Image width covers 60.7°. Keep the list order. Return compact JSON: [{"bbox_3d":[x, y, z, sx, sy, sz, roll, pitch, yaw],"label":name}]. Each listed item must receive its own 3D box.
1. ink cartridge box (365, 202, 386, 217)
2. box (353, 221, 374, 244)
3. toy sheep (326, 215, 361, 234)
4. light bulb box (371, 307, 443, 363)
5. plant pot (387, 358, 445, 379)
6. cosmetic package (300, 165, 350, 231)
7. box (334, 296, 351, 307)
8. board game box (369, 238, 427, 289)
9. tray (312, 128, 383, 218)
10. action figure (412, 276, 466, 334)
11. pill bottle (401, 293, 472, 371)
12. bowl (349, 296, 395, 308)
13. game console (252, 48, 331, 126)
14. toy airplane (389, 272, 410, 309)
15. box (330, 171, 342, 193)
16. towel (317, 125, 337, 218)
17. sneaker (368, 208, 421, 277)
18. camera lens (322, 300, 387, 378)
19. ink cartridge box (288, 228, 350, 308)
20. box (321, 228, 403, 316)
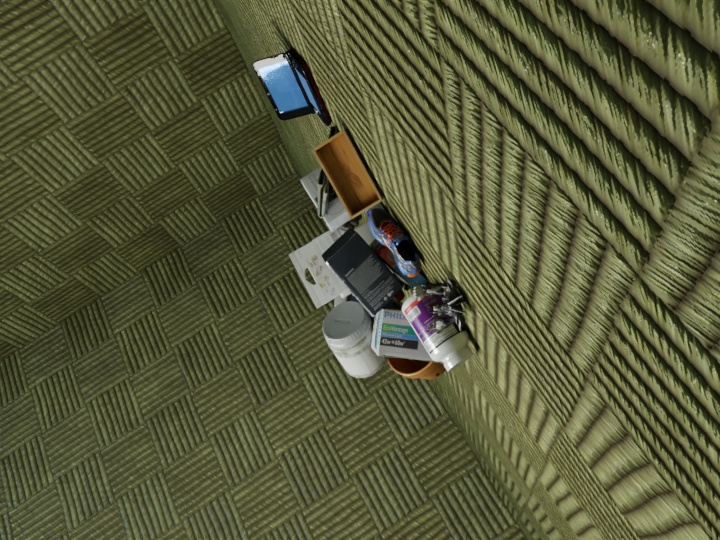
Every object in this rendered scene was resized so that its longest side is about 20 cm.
[{"bbox_3d":[0.029,-0.184,1.709,0.202,0.044,0.094,58,178,16],"label":"ink cartridge box"},{"bbox_3d":[0.023,-0.083,1.954,0.110,0.126,0.200,59,176,2],"label":"box"},{"bbox_3d":[-0.057,-0.182,1.980,0.135,0.204,0.138,19,176,1],"label":"toy sheep"},{"bbox_3d":[0.137,0.174,1.701,0.200,0.193,0.128,167,111,-86],"label":"light bulb box"},{"bbox_3d":[0.198,0.256,1.947,0.140,0.200,0.201,37,-167,-45],"label":"plant pot"},{"bbox_3d":[-0.075,-0.239,1.863,0.202,0.149,0.052,56,176,30],"label":"cosmetic package"},{"bbox_3d":[-0.054,0.055,1.988,0.122,0.046,0.205,70,-160,-73],"label":"box"},{"bbox_3d":[0.102,-0.019,1.737,0.153,0.040,0.200,43,180,-13],"label":"board game box"},{"bbox_3d":[-0.031,-0.246,1.576,0.203,0.097,0.037,60,-165,-10],"label":"tray"},{"bbox_3d":[0.176,0.078,1.367,0.200,0.100,0.122,-163,54,-87],"label":"action figure"},{"bbox_3d":[0.195,0.144,1.533,0.202,0.111,0.113,58,176,17],"label":"pill bottle"},{"bbox_3d":[0.055,0.143,1.898,0.198,0.040,0.202,30,153,17],"label":"bowl"},{"bbox_3d":[-0.187,-0.485,1.695,0.173,0.117,0.202,56,175,44],"label":"game console"},{"bbox_3d":[0.066,0.073,1.941,0.196,0.143,0.200,27,-171,-13],"label":"toy airplane"},{"bbox_3d":[-0.058,-0.283,1.705,0.200,0.034,0.113,130,149,-86],"label":"box"},{"bbox_3d":[-0.089,-0.275,1.744,0.201,0.034,0.197,99,-177,-70],"label":"towel"},{"bbox_3d":[0.093,-0.081,1.562,0.201,0.075,0.079,51,166,9],"label":"sneaker"},{"bbox_3d":[-0.011,0.213,1.866,0.202,0.158,0.161,59,176,-38],"label":"camera lens"},{"bbox_3d":[-0.098,-0.005,1.866,0.203,0.171,0.044,59,176,18],"label":"ink cartridge box"},{"bbox_3d":[0.000,0.000,1.706,0.197,0.124,0.200,47,180,-10],"label":"box"}]
